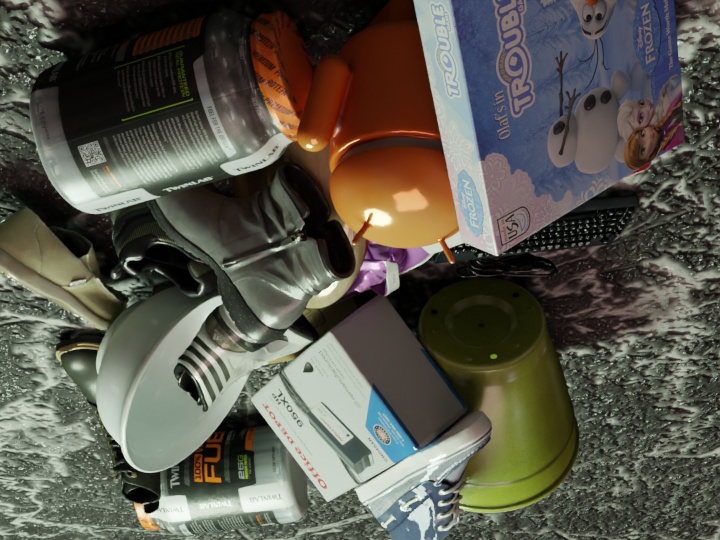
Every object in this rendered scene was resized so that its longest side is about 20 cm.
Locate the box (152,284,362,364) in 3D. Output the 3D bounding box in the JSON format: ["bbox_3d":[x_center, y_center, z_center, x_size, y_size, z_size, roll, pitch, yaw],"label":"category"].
[{"bbox_3d":[-0.099,0.050,1.271,0.200,0.021,0.164,-10,145,11],"label":"box"}]

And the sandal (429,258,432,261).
[{"bbox_3d":[0.035,-0.053,1.113,0.076,0.043,0.200,-24,141,28],"label":"sandal"}]

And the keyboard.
[{"bbox_3d":[0.168,-0.023,1.138,0.200,0.040,0.104,-6,149,-20],"label":"keyboard"}]

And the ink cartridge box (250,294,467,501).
[{"bbox_3d":[-0.007,0.136,1.228,0.084,0.145,0.200,-34,175,-37],"label":"ink cartridge box"}]

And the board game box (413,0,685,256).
[{"bbox_3d":[0.138,-0.142,0.828,0.199,0.043,0.200,-30,123,-25],"label":"board game box"}]

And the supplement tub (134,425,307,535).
[{"bbox_3d":[-0.173,0.262,1.490,0.200,0.123,0.123,-9,146,6],"label":"supplement tub"}]

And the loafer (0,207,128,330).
[{"bbox_3d":[-0.275,0.000,1.133,0.076,0.068,0.200,29,174,27],"label":"loafer"}]

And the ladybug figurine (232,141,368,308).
[{"bbox_3d":[-0.044,-0.059,1.027,0.136,0.072,0.200,24,130,31],"label":"ladybug figurine"}]

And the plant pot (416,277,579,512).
[{"bbox_3d":[0.133,0.117,1.267,0.200,0.200,0.193,-6,135,3],"label":"plant pot"}]

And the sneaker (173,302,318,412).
[{"bbox_3d":[-0.119,0.073,1.147,0.115,0.076,0.200,-44,166,10],"label":"sneaker"}]

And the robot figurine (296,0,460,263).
[{"bbox_3d":[0.033,-0.103,0.891,0.117,0.200,0.144,-9,155,24],"label":"robot figurine"}]

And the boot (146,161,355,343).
[{"bbox_3d":[-0.089,-0.051,0.982,0.070,0.200,0.132,-32,170,-49],"label":"boot"}]

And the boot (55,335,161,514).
[{"bbox_3d":[-0.268,0.171,1.330,0.077,0.138,0.200,-17,143,20],"label":"boot"}]

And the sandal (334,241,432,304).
[{"bbox_3d":[0.007,0.002,1.130,0.082,0.050,0.203,20,149,-26],"label":"sandal"}]

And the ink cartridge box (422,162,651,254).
[{"bbox_3d":[0.123,-0.105,0.979,0.200,0.116,0.067,-21,143,23],"label":"ink cartridge box"}]

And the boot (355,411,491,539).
[{"bbox_3d":[0.082,0.214,1.197,0.073,0.090,0.200,-33,175,-43],"label":"boot"}]

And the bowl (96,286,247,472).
[{"bbox_3d":[-0.195,0.091,1.181,0.090,0.201,0.201,28,154,23],"label":"bowl"}]

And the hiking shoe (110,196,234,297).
[{"bbox_3d":[-0.130,-0.014,1.101,0.200,0.101,0.076,4,146,-12],"label":"hiking shoe"}]

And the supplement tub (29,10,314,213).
[{"bbox_3d":[-0.138,-0.124,0.918,0.200,0.123,0.123,-14,145,15],"label":"supplement tub"}]
